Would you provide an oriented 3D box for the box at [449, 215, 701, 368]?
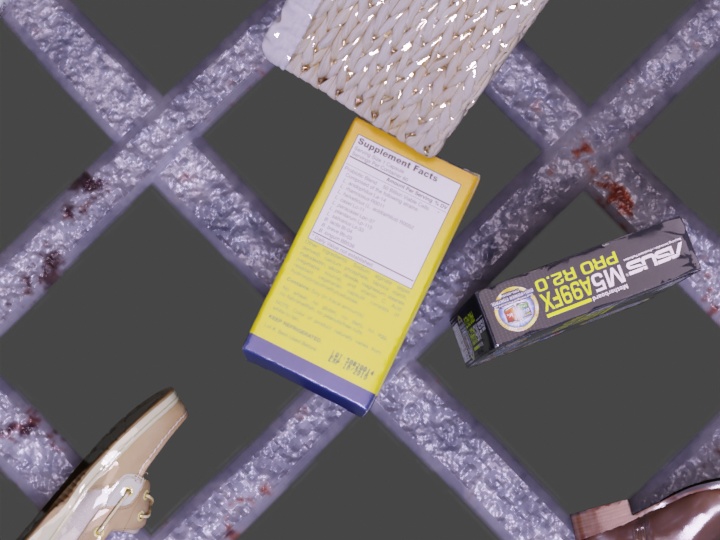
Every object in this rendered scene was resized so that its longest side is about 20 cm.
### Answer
[{"bbox_3d":[0.155,0.020,1.251,0.159,0.200,0.045,-20,84,-5],"label":"box"}]

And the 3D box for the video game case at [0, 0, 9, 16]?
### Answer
[{"bbox_3d":[-0.362,-0.292,1.363,0.199,0.023,0.183,29,83,2],"label":"video game case"}]

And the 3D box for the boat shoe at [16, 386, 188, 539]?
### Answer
[{"bbox_3d":[-0.197,0.180,1.288,0.066,0.074,0.200,42,84,-9],"label":"boat shoe"}]

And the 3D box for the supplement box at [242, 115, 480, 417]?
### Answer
[{"bbox_3d":[0.000,0.000,1.294,0.108,0.110,0.201,26,83,1],"label":"supplement box"}]

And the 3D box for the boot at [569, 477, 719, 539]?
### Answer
[{"bbox_3d":[0.268,0.267,1.282,0.185,0.064,0.202,-16,79,17],"label":"boot"}]

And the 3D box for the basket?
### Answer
[{"bbox_3d":[0.060,-0.225,1.253,0.160,0.200,0.198,37,39,0],"label":"basket"}]
